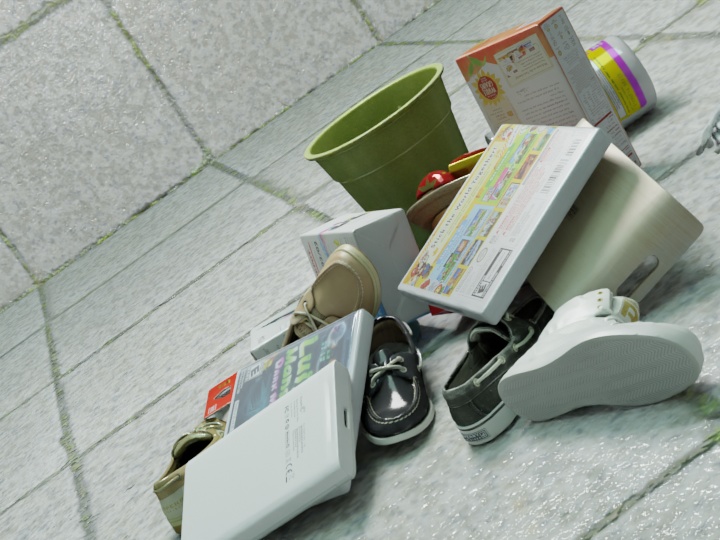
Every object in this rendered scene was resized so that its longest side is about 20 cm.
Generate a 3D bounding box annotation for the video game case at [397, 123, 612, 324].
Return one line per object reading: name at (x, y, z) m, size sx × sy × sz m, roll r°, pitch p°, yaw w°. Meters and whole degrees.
video game case at (0.131, -0.049, 1.333) m, size 0.201 × 0.023 × 0.182 m, roll -57°, pitch 23°, yaw -7°

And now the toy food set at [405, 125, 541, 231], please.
toy food set at (0.141, -0.095, 1.530) m, size 0.196 × 0.049 × 0.200 m, roll -21°, pitch -11°, yaw 14°

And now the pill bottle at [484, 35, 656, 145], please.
pill bottle at (0.252, -0.189, 1.730) m, size 0.199 × 0.105 × 0.104 m, roll -34°, pitch 15°, yaw 1°

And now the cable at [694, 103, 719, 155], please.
cable at (0.428, -0.160, 1.347) m, size 0.199 × 0.070 × 0.200 m, roll -22°, pitch 19°, yaw 35°

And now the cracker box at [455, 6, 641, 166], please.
cracker box at (0.209, -0.176, 1.593) m, size 0.133 × 0.201 × 0.058 m, roll -15°, pitch 17°, yaw 49°

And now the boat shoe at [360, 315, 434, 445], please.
boat shoe at (0.030, 0.102, 1.370) m, size 0.073 × 0.061 × 0.200 m, roll -14°, pitch 19°, yaw 9°

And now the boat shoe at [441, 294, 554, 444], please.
boat shoe at (0.131, 0.069, 1.272) m, size 0.070 × 0.064 × 0.200 m, roll -22°, pitch 19°, yaw 38°

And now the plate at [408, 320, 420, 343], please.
plate at (-0.024, 0.105, 1.560) m, size 0.199 × 0.026 × 0.200 m, roll -33°, pitch 15°, yaw 10°

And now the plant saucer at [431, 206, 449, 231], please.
plant saucer at (0.174, -0.065, 1.506) m, size 0.198 × 0.038 × 0.200 m, roll -19°, pitch -10°, yaw -3°

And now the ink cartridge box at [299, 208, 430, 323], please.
ink cartridge box at (0.000, 0.000, 1.572) m, size 0.067 × 0.116 × 0.200 m, roll -24°, pitch 9°, yaw -21°

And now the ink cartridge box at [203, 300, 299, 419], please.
ink cartridge box at (-0.117, 0.096, 1.677) m, size 0.173 × 0.044 × 0.200 m, roll -30°, pitch 6°, yaw -2°

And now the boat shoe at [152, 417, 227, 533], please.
boat shoe at (-0.176, 0.200, 1.510) m, size 0.073 × 0.063 × 0.201 m, roll -29°, pitch 16°, yaw 17°

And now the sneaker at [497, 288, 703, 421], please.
sneaker at (0.207, 0.052, 1.150) m, size 0.199 × 0.074 × 0.116 m, roll -18°, pitch 25°, yaw 50°

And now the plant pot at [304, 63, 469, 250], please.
plant pot at (0.064, -0.117, 1.736) m, size 0.199 × 0.191 × 0.200 m, roll -32°, pitch 15°, yaw 9°

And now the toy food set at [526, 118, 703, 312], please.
toy food set at (0.210, -0.038, 1.309) m, size 0.144 × 0.060 × 0.200 m, roll -49°, pitch 35°, yaw 10°

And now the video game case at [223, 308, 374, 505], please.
video game case at (-0.069, 0.149, 1.372) m, size 0.181 × 0.023 × 0.201 m, roll -27°, pitch 38°, yaw 35°

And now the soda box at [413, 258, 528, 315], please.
soda box at (0.156, -0.017, 1.443) m, size 0.199 × 0.064 × 0.070 m, roll -25°, pitch -12°, yaw 32°

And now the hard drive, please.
hard drive at (-0.087, 0.183, 1.314) m, size 0.199 × 0.026 × 0.133 m, roll -36°, pitch 34°, yaw 25°

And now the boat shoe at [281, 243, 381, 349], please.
boat shoe at (-0.035, 0.052, 1.455) m, size 0.064 × 0.071 × 0.201 m, roll -37°, pitch -19°, yaw -37°
